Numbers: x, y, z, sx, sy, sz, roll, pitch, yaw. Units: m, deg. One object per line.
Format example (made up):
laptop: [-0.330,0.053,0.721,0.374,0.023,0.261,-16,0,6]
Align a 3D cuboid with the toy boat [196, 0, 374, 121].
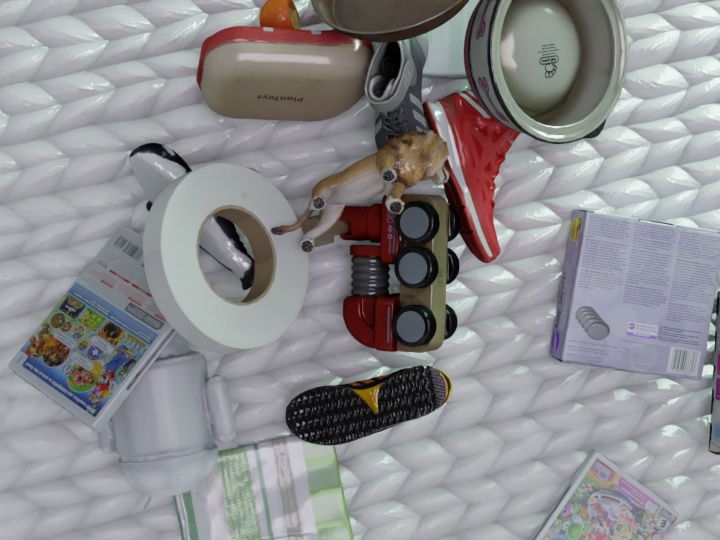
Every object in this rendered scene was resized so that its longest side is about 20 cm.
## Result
toy boat: [-0.084,-0.247,1.530,0.197,0.131,0.132,1,65,-12]

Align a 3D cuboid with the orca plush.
orca plush: [-0.167,-0.077,1.537,0.199,0.105,0.071,38,52,-2]

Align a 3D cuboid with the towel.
towel: [-0.114,0.276,1.597,0.198,0.031,0.151,-12,98,-11]

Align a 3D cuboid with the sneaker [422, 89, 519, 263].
sneaker: [0.154,-0.118,1.600,0.114,0.078,0.202,-21,100,-8]

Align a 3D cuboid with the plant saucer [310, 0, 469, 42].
plant saucer: [0.044,-0.310,1.484,0.199,0.201,0.035,-30,136,-8]

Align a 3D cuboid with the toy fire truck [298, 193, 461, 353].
toy fire truck: [0.000,0.000,1.568,0.198,0.128,0.178,3,93,24]

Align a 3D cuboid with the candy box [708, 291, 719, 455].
candy box: [0.504,0.127,1.691,0.135,0.061,0.203,1,94,-25]

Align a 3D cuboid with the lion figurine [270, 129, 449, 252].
lion figurine: [0.001,-0.094,1.497,0.198,0.123,0.073,-15,115,14]

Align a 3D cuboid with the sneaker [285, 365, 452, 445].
sneaker: [0.014,0.158,1.597,0.198,0.090,0.071,-15,82,15]

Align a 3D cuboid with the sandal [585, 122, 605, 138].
sandal: [0.211,-0.212,1.603,0.200,0.048,0.076,31,78,-38]

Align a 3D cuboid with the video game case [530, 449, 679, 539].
video game case: [0.285,0.343,1.695,0.143,0.018,0.201,36,87,-13]

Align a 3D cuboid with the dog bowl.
dog bowl: [0.199,-0.241,1.515,0.198,0.074,0.203,-4,97,-33]

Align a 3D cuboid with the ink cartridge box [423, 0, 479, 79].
ink cartridge box: [0.146,-0.306,1.610,0.198,0.047,0.162,-2,95,-29]

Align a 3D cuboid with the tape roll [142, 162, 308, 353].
tape roll: [-0.140,-0.014,1.458,0.201,0.037,0.205,14,69,-41]

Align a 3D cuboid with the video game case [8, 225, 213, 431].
video game case: [-0.270,0.058,1.481,0.142,0.018,0.201,28,72,30]

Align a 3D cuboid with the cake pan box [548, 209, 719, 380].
cake pan box: [0.340,0.030,1.666,0.198,0.052,0.187,7,95,-12]

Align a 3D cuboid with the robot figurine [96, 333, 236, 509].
robot figurine: [-0.218,0.161,1.517,0.168,0.113,0.203,-7,91,21]

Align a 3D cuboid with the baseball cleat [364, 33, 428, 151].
baseball cleat: [0.034,-0.179,1.529,0.069,0.106,0.202,11,122,23]
